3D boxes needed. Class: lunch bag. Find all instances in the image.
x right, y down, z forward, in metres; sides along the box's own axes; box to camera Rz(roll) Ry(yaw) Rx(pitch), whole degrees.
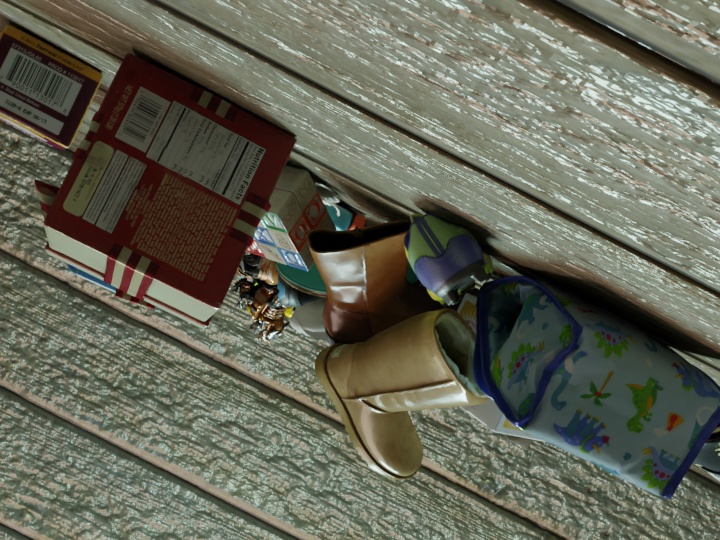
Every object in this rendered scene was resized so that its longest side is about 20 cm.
[{"bbox_3d":[0.195,0.086,1.059,0.168,0.128,0.200,27,-165,-19],"label":"lunch bag"}]

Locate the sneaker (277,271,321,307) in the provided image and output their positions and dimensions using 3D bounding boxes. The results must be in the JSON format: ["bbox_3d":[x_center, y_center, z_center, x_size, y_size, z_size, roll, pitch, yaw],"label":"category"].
[{"bbox_3d":[-0.021,-0.001,1.444,0.081,0.074,0.199,13,-158,35],"label":"sneaker"}]

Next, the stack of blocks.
[{"bbox_3d":[-0.132,-0.079,1.223,0.198,0.059,0.116,17,150,35],"label":"stack of blocks"}]

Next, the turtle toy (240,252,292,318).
[{"bbox_3d":[-0.090,-0.014,1.683,0.101,0.146,0.199,49,-157,23],"label":"turtle toy"}]

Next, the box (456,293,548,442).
[{"bbox_3d":[0.178,0.108,1.256,0.199,0.102,0.112,17,-168,-48],"label":"box"}]

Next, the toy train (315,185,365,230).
[{"bbox_3d":[-0.092,-0.076,1.311,0.198,0.056,0.150,25,177,34],"label":"toy train"}]

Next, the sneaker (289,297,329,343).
[{"bbox_3d":[0.008,0.037,1.399,0.198,0.082,0.076,-5,-157,-33],"label":"sneaker"}]

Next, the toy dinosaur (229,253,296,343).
[{"bbox_3d":[-0.115,-0.012,1.480,0.135,0.202,0.102,28,-165,26],"label":"toy dinosaur"}]

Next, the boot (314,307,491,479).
[{"bbox_3d":[0.057,0.129,1.183,0.199,0.066,0.176,-18,115,50],"label":"boot"}]

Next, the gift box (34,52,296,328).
[{"bbox_3d":[-0.177,-0.074,1.047,0.198,0.186,0.187,31,167,-6],"label":"gift box"}]

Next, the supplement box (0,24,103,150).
[{"bbox_3d":[-0.349,-0.192,1.299,0.109,0.087,0.200,27,177,-16],"label":"supplement box"}]

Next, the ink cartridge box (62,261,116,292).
[{"bbox_3d":[-0.272,-0.078,1.438,0.083,0.202,0.145,25,177,-20],"label":"ink cartridge box"}]

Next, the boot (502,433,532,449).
[{"bbox_3d":[0.260,0.186,1.728,0.070,0.148,0.200,28,176,-10],"label":"boot"}]

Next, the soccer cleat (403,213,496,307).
[{"bbox_3d":[0.074,-0.016,1.053,0.084,0.064,0.200,56,-177,4],"label":"soccer cleat"}]

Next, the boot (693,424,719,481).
[{"bbox_3d":[0.408,0.192,1.335,0.201,0.074,0.154,25,173,14],"label":"boot"}]

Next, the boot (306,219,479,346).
[{"bbox_3d":[0.046,0.006,1.210,0.185,0.069,0.201,-2,145,2],"label":"boot"}]

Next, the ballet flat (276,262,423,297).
[{"bbox_3d":[0.000,0.000,1.344,0.197,0.072,0.065,6,176,31],"label":"ballet flat"}]
